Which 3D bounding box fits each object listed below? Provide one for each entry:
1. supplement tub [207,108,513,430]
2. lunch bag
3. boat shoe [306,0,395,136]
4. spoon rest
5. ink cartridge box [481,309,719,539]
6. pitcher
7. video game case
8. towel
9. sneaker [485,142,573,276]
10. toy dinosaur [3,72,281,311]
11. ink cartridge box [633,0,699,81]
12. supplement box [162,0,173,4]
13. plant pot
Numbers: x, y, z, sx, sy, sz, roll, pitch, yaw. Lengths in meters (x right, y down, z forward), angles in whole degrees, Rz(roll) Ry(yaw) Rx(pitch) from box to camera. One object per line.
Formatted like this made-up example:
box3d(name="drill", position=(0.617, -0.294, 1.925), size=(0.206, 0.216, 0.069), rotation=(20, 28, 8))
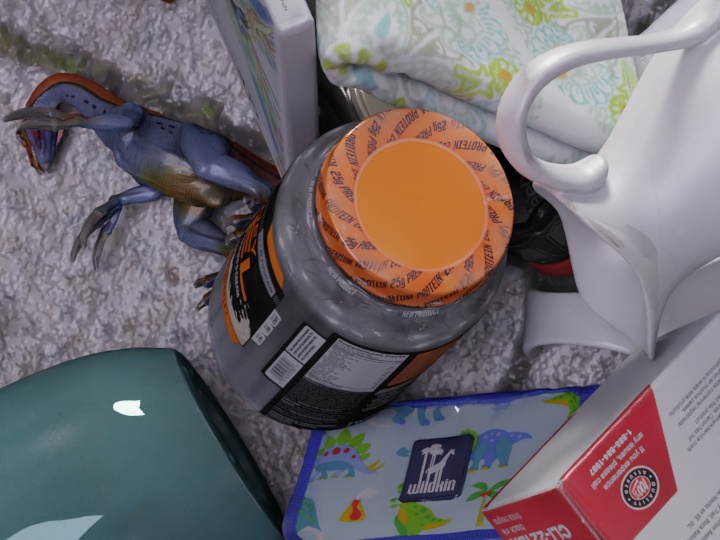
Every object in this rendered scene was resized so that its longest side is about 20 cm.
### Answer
box3d(name="supplement tub", position=(0.000, 0.000, 1.108), size=(0.122, 0.200, 0.123), rotation=(7, 68, -17))
box3d(name="lunch bag", position=(0.054, 0.164, 1.158), size=(0.169, 0.127, 0.201), rotation=(-6, 69, 20))
box3d(name="boat shoe", position=(-0.015, -0.109, 1.226), size=(0.057, 0.067, 0.201), rotation=(-38, 71, 32))
box3d(name="spoon rest", position=(0.180, 0.032, 1.153), size=(0.199, 0.061, 0.100), rotation=(2, 85, 18))
box3d(name="ink cartridge box", position=(0.182, 0.145, 1.072), size=(0.144, 0.084, 0.200), rotation=(-41, 95, -30))
box3d(name="pitcher", position=(0.170, -0.080, 1.052), size=(0.200, 0.172, 0.121), rotation=(-41, 39, -4))
box3d(name="video game case", position=(-0.064, -0.154, 1.122), size=(0.022, 0.200, 0.183), rotation=(-21, 70, -8))
box3d(name="towel", position=(0.059, -0.147, 1.115), size=(0.048, 0.199, 0.172), rotation=(-39, 45, 41))
box3d(name="sneaker", position=(0.064, -0.088, 1.175), size=(0.071, 0.098, 0.201), rotation=(-35, 76, 22))
box3d(name="toy dinosaur", position=(-0.116, -0.058, 1.261), size=(0.182, 0.199, 0.105), rotation=(52, 140, 35))
box3d(name="ink cartridge box", position=(0.253, -0.089, 1.144), size=(0.174, 0.044, 0.200), rotation=(-44, 73, 12))
box3d(name="supplement box", position=(-0.145, -0.283, 1.202), size=(0.132, 0.197, 0.201), rotation=(30, 95, 16))
box3d(name="plant pot", position=(-0.136, 0.136, 1.180), size=(0.161, 0.201, 0.201), rotation=(-32, 78, 0))
